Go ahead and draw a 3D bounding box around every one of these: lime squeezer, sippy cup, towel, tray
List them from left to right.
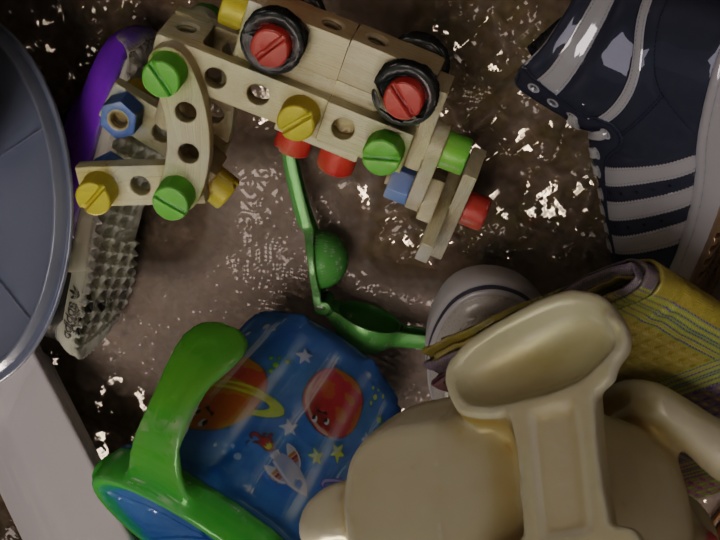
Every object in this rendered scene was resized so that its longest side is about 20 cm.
[{"bbox_3d":[-0.173,0.131,0.890,0.200,0.022,0.108,56,135,28],"label":"tray"},{"bbox_3d":[-0.050,0.097,0.798,0.139,0.131,0.178,36,157,-2],"label":"sippy cup"},{"bbox_3d":[0.000,0.000,0.793,0.071,0.038,0.200,-36,100,33],"label":"lime squeezer"},{"bbox_3d":[0.144,0.055,0.712,0.199,0.023,0.143,25,143,-32],"label":"towel"}]

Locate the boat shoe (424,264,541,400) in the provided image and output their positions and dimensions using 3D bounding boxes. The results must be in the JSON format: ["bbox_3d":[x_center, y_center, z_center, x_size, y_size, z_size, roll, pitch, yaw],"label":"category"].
[{"bbox_3d":[0.068,0.093,0.783,0.070,0.070,0.201,0,125,2],"label":"boat shoe"}]

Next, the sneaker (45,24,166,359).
[{"bbox_3d":[-0.164,-0.050,0.810,0.099,0.070,0.201,29,123,12],"label":"sneaker"}]

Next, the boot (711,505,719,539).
[{"bbox_3d":[0.223,0.158,0.723,0.077,0.155,0.200,45,124,-8],"label":"boot"}]

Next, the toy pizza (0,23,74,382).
[{"bbox_3d":[-0.210,-0.037,0.792,0.199,0.032,0.202,4,96,38],"label":"toy pizza"}]

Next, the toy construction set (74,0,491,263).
[{"bbox_3d":[-0.025,-0.061,0.703,0.199,0.092,0.132,14,123,-12],"label":"toy construction set"}]

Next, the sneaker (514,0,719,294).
[{"bbox_3d":[0.123,-0.050,0.698,0.108,0.070,0.201,25,134,19],"label":"sneaker"}]

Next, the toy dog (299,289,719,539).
[{"bbox_3d":[0.091,0.126,0.675,0.193,0.140,0.200,-26,148,22],"label":"toy dog"}]
